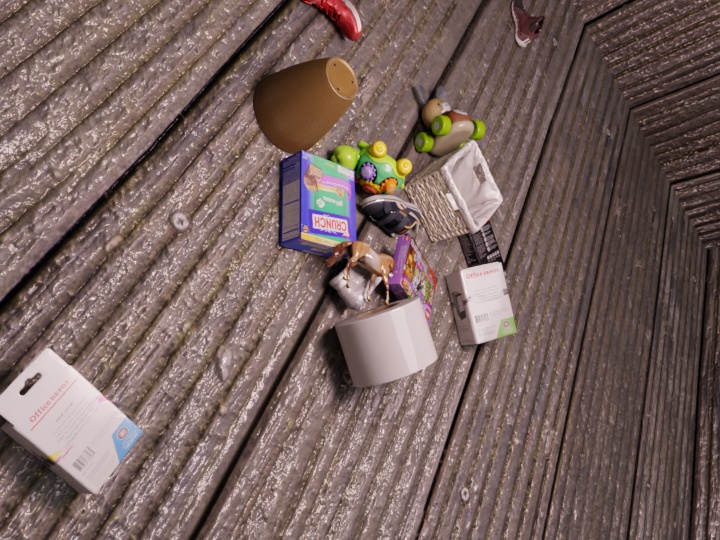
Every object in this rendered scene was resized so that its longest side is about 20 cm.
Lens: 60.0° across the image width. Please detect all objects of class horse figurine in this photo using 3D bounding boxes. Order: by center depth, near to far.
[{"bbox_3d":[0.010,-0.010,1.382,0.199,0.050,0.134,30,57,-31],"label":"horse figurine"}]

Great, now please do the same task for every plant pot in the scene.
[{"bbox_3d":[-0.103,-0.382,1.368,0.185,0.198,0.190,16,66,-41],"label":"plant pot"}]

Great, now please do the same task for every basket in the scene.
[{"bbox_3d":[0.257,-0.214,1.710,0.200,0.160,0.200,-43,108,-42],"label":"basket"}]

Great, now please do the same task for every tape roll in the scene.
[{"bbox_3d":[0.056,0.154,1.370,0.201,0.201,0.141,-19,92,-46],"label":"tape roll"}]

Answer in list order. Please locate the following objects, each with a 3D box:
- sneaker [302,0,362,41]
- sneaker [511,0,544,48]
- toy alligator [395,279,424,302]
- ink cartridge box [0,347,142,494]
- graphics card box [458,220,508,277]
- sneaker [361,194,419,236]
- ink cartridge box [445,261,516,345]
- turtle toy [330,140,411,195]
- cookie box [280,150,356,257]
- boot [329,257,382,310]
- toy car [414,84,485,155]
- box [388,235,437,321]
[{"bbox_3d":[-0.085,-0.659,1.570,0.115,0.078,0.202,-33,90,-36],"label":"sneaker"},{"bbox_3d":[0.635,-0.946,2.335,0.075,0.115,0.204,6,74,-43],"label":"sneaker"},{"bbox_3d":[0.097,0.098,1.481,0.053,0.202,0.060,13,32,-5],"label":"toy alligator"},{"bbox_3d":[-0.446,0.227,0.939,0.201,0.067,0.116,52,48,-22],"label":"ink cartridge box"},{"bbox_3d":[0.360,-0.054,1.846,0.125,0.050,0.203,-25,95,-45],"label":"graphics card box"},{"bbox_3d":[0.084,-0.135,1.571,0.198,0.078,0.081,8,67,-45],"label":"sneaker"},{"bbox_3d":[0.333,0.091,1.723,0.143,0.084,0.204,-11,86,-26],"label":"ink cartridge box"},{"bbox_3d":[0.022,-0.248,1.514,0.198,0.145,0.102,30,81,-15],"label":"turtle toy"},{"bbox_3d":[-0.092,-0.142,1.398,0.170,0.075,0.204,13,70,-44],"label":"cookie box"},{"bbox_3d":[0.000,0.000,1.455,0.096,0.073,0.200,47,38,-7],"label":"boot"},{"bbox_3d":[0.233,-0.446,1.775,0.162,0.157,0.203,-3,69,-35],"label":"toy car"},{"bbox_3d":[0.133,0.027,1.559,0.200,0.039,0.139,52,45,-47],"label":"box"}]
